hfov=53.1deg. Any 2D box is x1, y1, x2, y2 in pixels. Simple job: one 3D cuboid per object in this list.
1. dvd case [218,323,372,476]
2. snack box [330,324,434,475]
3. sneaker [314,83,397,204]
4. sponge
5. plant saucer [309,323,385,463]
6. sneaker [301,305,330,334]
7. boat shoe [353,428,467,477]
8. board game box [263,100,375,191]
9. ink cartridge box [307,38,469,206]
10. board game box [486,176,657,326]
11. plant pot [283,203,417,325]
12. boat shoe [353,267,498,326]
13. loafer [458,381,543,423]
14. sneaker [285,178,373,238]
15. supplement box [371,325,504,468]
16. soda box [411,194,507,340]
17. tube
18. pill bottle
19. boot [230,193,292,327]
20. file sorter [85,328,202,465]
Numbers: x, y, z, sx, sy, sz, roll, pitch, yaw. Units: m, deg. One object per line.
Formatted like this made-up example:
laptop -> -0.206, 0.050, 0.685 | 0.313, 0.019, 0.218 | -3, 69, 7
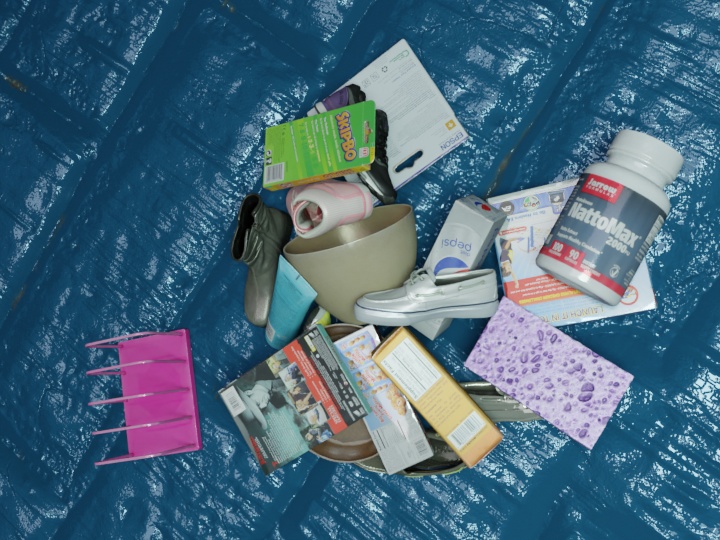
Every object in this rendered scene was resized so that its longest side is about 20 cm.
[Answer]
dvd case -> -0.098, 0.188, 1.039 | 0.199, 0.022, 0.147 | -35, 83, 20
snack box -> 0.030, 0.180, 1.019 | 0.071, 0.024, 0.202 | -26, 87, 11
sneaker -> 0.013, -0.196, 1.079 | 0.087, 0.076, 0.201 | -33, 73, 5
sponge -> 0.248, 0.134, 0.966 | 0.199, 0.030, 0.112 | 33, 88, 17
plant saucer -> -0.022, 0.177, 1.058 | 0.197, 0.034, 0.204 | 1, 93, 9
sneaker -> -0.056, 0.155, 1.117 | 0.075, 0.075, 0.203 | 5, 95, 9
boat shoe -> 0.071, 0.266, 1.060 | 0.199, 0.060, 0.073 | -6, 84, 18
board game box -> -0.059, -0.181, 1.054 | 0.198, 0.030, 0.097 | -8, 74, 34
ink cartridge box -> 0.042, -0.224, 1.131 | 0.195, 0.043, 0.201 | -34, 75, 11
board game box -> 0.294, -0.024, 1.017 | 0.197, 0.056, 0.199 | -11, 81, 17
plant pot -> 0.000, 0.000, 1.061 | 0.198, 0.201, 0.136 | -13, 106, 17
boat shoe -> 0.088, 0.027, 0.968 | 0.197, 0.074, 0.068 | -4, 108, -10
loafer -> 0.209, 0.174, 1.015 | 0.197, 0.070, 0.071 | -15, 99, 17
sneaker -> -0.080, -0.097, 1.087 | 0.199, 0.104, 0.076 | 8, 115, 51
supplement box -> 0.101, 0.165, 0.972 | 0.069, 0.067, 0.200 | -40, 88, 1
soda box -> 0.131, -0.004, 1.030 | 0.063, 0.068, 0.202 | 33, 116, 18
tube -> -0.108, 0.055, 1.077 | 0.077, 0.201, 0.050 | 41, 59, 10
pill bottle -> 0.321, -0.069, 0.921 | 0.119, 0.119, 0.202 | 29, 93, 19
boot -> -0.170, -0.014, 1.135 | 0.067, 0.130, 0.203 | 8, 87, 20
file sorter -> -0.361, 0.206, 1.180 | 0.137, 0.125, 0.203 | -12, 81, 18
